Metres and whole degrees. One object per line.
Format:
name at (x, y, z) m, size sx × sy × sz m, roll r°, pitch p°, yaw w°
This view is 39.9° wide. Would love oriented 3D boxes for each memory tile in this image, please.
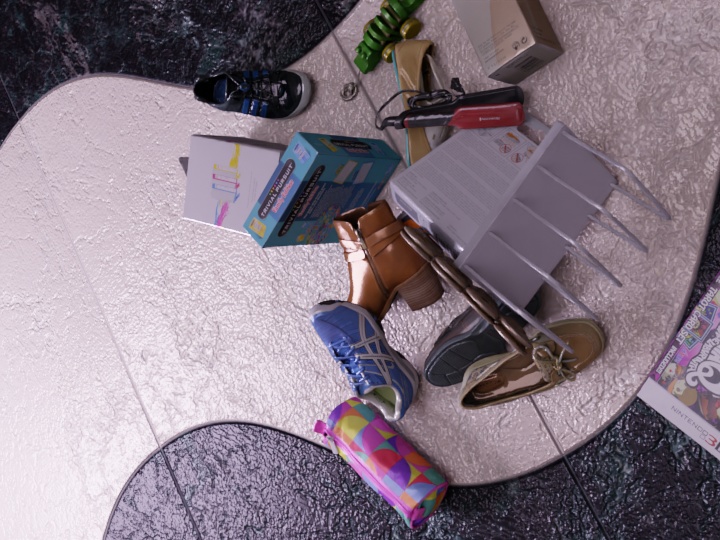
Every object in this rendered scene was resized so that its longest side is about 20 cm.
memory tile at (0.127, 0.020, 1.166) m, size 0.017 × 0.153 × 0.200 m, roll -45°, pitch 83°, yaw 8°

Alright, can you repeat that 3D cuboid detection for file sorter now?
file sorter at (0.235, -0.032, 1.125) m, size 0.201 × 0.138 × 0.124 m, roll -54°, pitch 43°, yaw 4°

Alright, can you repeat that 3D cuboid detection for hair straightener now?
hair straightener at (0.113, -0.208, 1.268) m, size 0.196 × 0.078 × 0.041 m, roll -7°, pitch 134°, yaw 18°

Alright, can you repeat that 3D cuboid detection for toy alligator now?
toy alligator at (0.020, -0.310, 1.359) m, size 0.200 × 0.054 × 0.060 m, roll -49°, pitch 67°, yaw 27°

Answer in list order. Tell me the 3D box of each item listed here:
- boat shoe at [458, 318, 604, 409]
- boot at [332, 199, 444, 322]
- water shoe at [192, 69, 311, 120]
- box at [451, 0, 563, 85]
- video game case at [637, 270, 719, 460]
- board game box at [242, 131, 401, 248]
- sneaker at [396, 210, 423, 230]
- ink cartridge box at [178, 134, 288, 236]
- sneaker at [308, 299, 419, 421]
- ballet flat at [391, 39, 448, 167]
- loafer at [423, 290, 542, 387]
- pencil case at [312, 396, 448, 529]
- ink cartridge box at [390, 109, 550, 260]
boat shoe at (0.212, 0.124, 1.234) m, size 0.198 × 0.063 × 0.074 m, roll -31°, pitch 97°, yaw 28°
boot at (0.000, 0.000, 1.338) m, size 0.198 × 0.077 × 0.156 m, roll -21°, pitch 112°, yaw 39°
water shoe at (-0.164, -0.261, 1.476) m, size 0.197 × 0.078 × 0.073 m, roll 3°, pitch 95°, yaw 35°
box at (0.165, -0.342, 1.234) m, size 0.077 × 0.094 × 0.203 m, roll -29°, pitch 78°, yaw 31°
video game case at (0.436, 0.115, 1.108) m, size 0.181 × 0.036 × 0.202 m, roll 39°, pitch 114°, yaw 25°
board game box at (-0.049, -0.107, 1.333) m, size 0.047 × 0.199 × 0.152 m, roll 44°, pitch 115°, yaw 24°
sneaker at (0.137, -0.043, 1.282) m, size 0.197 × 0.077 × 0.115 m, roll -12°, pitch 85°, yaw 35°
ink cartridge box at (-0.161, -0.125, 1.454) m, size 0.197 × 0.128 × 0.128 m, roll 14°, pitch 101°, yaw 34°
sneaker at (0.006, 0.118, 1.325) m, size 0.075 × 0.078 × 0.200 m, roll -34°, pitch 112°, yaw 32°
ballet flat at (0.085, -0.209, 1.317) m, size 0.062 × 0.068 × 0.205 m, roll -10°, pitch 89°, yaw 20°
loafer at (0.157, 0.074, 1.294) m, size 0.200 × 0.071 × 0.063 m, roll -44°, pitch 28°, yaw 27°
pencil case at (0.029, 0.264, 1.375) m, size 0.199 × 0.088 × 0.090 m, roll 37°, pitch 113°, yaw 26°
ink cartridge box at (0.159, -0.108, 1.222) m, size 0.198 × 0.048 × 0.160 m, roll -34°, pitch 51°, yaw -13°
